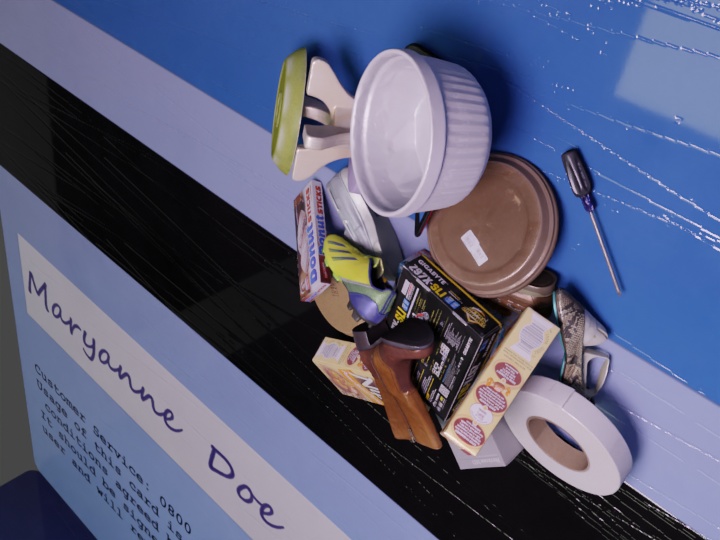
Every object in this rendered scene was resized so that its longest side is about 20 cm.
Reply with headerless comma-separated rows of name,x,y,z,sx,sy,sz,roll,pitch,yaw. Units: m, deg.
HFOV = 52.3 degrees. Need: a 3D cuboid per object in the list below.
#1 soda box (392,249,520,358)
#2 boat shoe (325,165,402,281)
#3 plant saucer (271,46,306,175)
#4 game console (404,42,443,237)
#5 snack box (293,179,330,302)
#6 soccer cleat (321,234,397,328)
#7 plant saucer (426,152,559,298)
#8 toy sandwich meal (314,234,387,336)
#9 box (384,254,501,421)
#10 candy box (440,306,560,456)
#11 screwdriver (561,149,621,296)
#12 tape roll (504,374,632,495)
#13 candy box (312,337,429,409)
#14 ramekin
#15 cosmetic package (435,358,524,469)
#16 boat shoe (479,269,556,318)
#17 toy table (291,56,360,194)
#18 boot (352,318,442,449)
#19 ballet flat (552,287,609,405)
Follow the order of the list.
soda box,0.147,0.050,1.129,0.199,0.068,0.064,33,130,27
boat shoe,0.004,-0.069,1.203,0.071,0.070,0.203,-28,83,30
plant saucer,-0.118,-0.255,1.169,0.200,0.031,0.204,-173,90,-77
game console,0.076,-0.185,1.041,0.172,0.118,0.202,37,132,15
snack box,-0.085,-0.052,1.263,0.072,0.024,0.203,-40,48,47
soccer cleat,0.001,0.001,1.125,0.084,0.064,0.201,-49,41,18
plant saucer,0.175,-0.064,1.015,0.197,0.029,0.204,-2,86,33
toy sandwich meal,-0.016,0.026,1.285,0.204,0.070,0.208,33,133,43
box,0.108,0.103,1.078,0.160,0.049,0.202,44,140,28
candy box,0.186,0.153,0.994,0.055,0.201,0.116,35,172,11
screwdriver,0.307,-0.062,0.955,0.028,0.029,0.202,-16,102,46
tape roll,0.292,0.237,1.053,0.202,0.037,0.204,39,156,21
candy box,0.024,0.184,1.286,0.198,0.056,0.116,8,147,42
ramekin,0.076,-0.168,0.916,0.199,0.103,0.204,13,105,61
cosmetic package,0.176,0.207,1.170,0.106,0.089,0.203,-25,88,50
boat shoe,0.189,0.016,1.070,0.199,0.071,0.069,27,133,38
toy table,-0.032,-0.219,1.095,0.184,0.115,0.203,-118,37,-68
boot,0.072,0.176,1.074,0.187,0.068,0.203,-7,107,53
ballet flat,0.308,0.112,1.020,0.074,0.068,0.203,2,119,20
